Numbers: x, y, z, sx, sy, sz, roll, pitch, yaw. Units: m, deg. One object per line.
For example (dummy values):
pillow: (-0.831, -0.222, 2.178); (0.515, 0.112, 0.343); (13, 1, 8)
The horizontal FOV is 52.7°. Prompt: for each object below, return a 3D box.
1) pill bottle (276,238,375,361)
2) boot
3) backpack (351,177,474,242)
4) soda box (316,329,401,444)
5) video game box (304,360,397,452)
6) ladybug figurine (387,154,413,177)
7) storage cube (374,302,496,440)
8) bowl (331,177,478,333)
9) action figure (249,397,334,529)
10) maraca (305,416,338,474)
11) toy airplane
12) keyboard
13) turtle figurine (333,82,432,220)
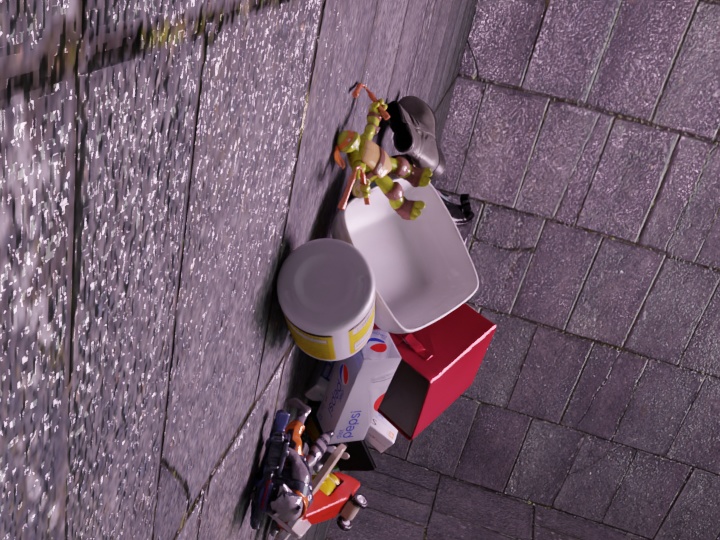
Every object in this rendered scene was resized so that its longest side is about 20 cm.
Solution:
pill bottle: (-0.037, 0.047, 0.883); (0.200, 0.111, 0.112); (89, 18, -69)
boot: (0.087, -0.265, 1.290); (0.131, 0.067, 0.201); (37, 31, -50)
backpack: (0.077, -0.069, 1.177); (0.199, 0.126, 0.168); (24, 76, -40)
soda box: (-0.006, 0.183, 1.137); (0.064, 0.068, 0.201); (61, -38, 42)
video game box: (0.006, 0.205, 1.352); (0.047, 0.182, 0.200); (-40, -164, 36)
ladybug figurine: (0.053, -0.150, 1.337); (0.200, 0.071, 0.137); (-54, 159, -70)
storage cube: (0.096, 0.142, 1.248); (0.179, 0.171, 0.201); (-34, 150, -34)
bowl: (0.053, -0.019, 1.017); (0.199, 0.201, 0.074); (-26, 180, -42)
action figure: (-0.092, 0.271, 1.044); (0.194, 0.104, 0.201); (-83, -172, -61)
maraca: (-0.060, 0.328, 1.430); (0.200, 0.106, 0.138); (-61, -144, 41)
toy airplane: (-0.097, 0.399, 1.285); (0.199, 0.141, 0.200); (-33, 147, -16)
keyboard: (-0.052, 0.299, 1.305); (0.021, 0.126, 0.201); (-74, 152, -46)
turtle figurine: (0.019, -0.129, 0.939); (0.064, 0.161, 0.201); (-22, -132, 38)
